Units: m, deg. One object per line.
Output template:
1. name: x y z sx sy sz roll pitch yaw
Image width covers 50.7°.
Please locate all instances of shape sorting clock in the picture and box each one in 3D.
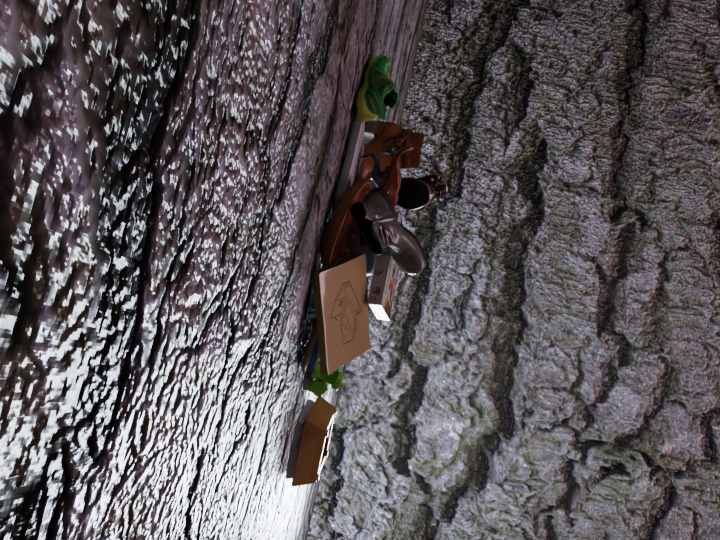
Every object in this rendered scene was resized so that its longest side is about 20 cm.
1. shape sorting clock: -0.085 0.111 1.557 0.200 0.038 0.205 17 89 -87

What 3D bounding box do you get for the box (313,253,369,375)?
1. box: -0.034 0.083 1.498 0.162 0.021 0.206 -25 116 -55

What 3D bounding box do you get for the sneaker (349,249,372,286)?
1. sneaker: 0.000 0.000 1.711 0.198 0.074 0.090 -13 82 -55

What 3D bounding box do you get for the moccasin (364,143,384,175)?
1. moccasin: 0.041 -0.266 1.994 0.203 0.076 0.075 97 7 -59

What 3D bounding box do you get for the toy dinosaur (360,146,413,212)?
1. toy dinosaur: 0.051 -0.167 1.657 0.199 0.102 0.187 -163 -121 -70

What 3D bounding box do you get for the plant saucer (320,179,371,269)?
1. plant saucer: -0.032 -0.087 1.521 0.201 0.032 0.204 89 26 -66

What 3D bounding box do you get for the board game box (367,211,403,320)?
1. board game box: 0.058 -0.008 1.621 0.126 0.034 0.206 58 41 -70

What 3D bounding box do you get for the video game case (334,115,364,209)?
1. video game case: -0.023 -0.205 1.604 0.183 0.022 0.205 93 9 -71

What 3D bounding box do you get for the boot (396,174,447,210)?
1. boot: 0.144 -0.186 1.783 0.198 0.148 0.075 -4 -82 57

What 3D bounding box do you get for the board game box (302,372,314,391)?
1. board game box: -0.093 0.158 1.737 0.122 0.031 0.203 105 0 -47

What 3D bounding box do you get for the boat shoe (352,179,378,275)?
1. boat shoe: 0.023 -0.092 1.644 0.068 0.072 0.206 2 83 -63

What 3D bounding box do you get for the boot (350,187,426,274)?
1. boot: 0.049 -0.057 1.484 0.067 0.202 0.131 -27 -168 28

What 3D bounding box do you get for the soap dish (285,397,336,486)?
1. soap dish: -0.115 0.407 1.818 0.200 0.079 0.162 -52 155 -80

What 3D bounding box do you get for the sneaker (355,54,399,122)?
1. sneaker: 0.040 -0.363 1.548 0.075 0.081 0.203 99 4 -49

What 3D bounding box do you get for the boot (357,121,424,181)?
1. boot: 0.064 -0.252 1.773 0.077 0.151 0.205 98 6 -65

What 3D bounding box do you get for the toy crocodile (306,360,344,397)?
1. toy crocodile: -0.053 0.183 1.616 0.062 0.066 0.204 -88 -157 -76
